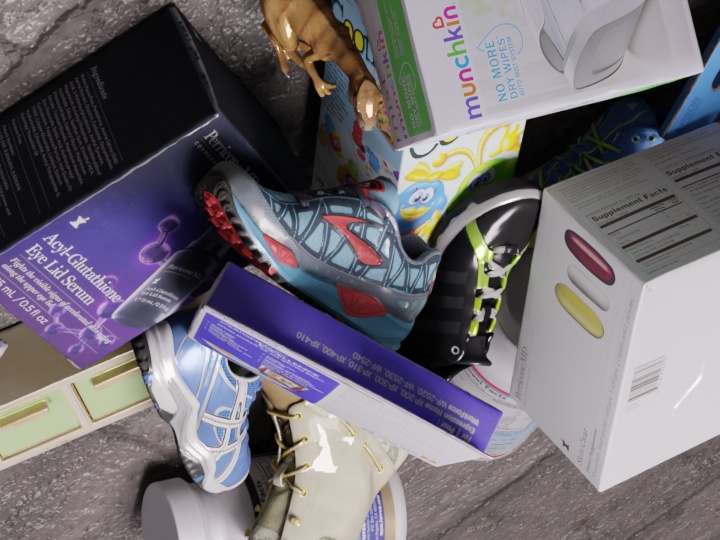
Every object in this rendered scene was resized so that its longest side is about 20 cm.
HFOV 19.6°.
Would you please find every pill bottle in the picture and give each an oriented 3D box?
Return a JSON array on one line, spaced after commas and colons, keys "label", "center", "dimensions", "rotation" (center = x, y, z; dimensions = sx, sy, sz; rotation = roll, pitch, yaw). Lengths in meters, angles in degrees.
[{"label": "pill bottle", "center": [-0.072, 0.207, 1.716], "dimensions": [0.199, 0.116, 0.116], "rotation": [-6, 140, -24]}, {"label": "pill bottle", "center": [0.117, 0.064, 1.618], "dimensions": [0.108, 0.109, 0.200], "rotation": [-8, 156, -22]}]

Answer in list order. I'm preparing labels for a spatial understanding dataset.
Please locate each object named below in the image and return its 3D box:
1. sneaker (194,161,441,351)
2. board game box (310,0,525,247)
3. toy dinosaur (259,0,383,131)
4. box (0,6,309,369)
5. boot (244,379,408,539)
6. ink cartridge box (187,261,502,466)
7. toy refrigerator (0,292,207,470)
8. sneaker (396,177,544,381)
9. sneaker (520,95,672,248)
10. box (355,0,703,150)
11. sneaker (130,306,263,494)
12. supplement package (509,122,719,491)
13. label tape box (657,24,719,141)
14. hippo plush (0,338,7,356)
[{"label": "sneaker", "center": [-0.023, -0.030, 1.324], "dimensions": [0.096, 0.079, 0.200], "rotation": [-54, 134, 0]}, {"label": "board game box", "center": [0.042, -0.106, 1.394], "dimensions": [0.103, 0.105, 0.200], "rotation": [-21, 145, -23]}, {"label": "toy dinosaur", "center": [-0.048, -0.170, 1.278], "dimensions": [0.060, 0.200, 0.106], "rotation": [-47, 174, -4]}, {"label": "box", "center": [-0.153, -0.051, 1.357], "dimensions": [0.200, 0.105, 0.148], "rotation": [-32, 143, 10]}, {"label": "boot", "center": [-0.054, 0.146, 1.612], "dimensions": [0.200, 0.072, 0.155], "rotation": [33, 79, -35]}, {"label": "ink cartridge box", "center": [-0.011, 0.062, 1.312], "dimensions": [0.044, 0.198, 0.200], "rotation": [-62, -176, -9]}, {"label": "toy refrigerator", "center": [-0.192, 0.069, 1.511], "dimensions": [0.199, 0.070, 0.076], "rotation": [-22, 144, -4]}, {"label": "sneaker", "center": [0.076, 0.028, 1.422], "dimensions": [0.072, 0.083, 0.200], "rotation": [2, 132, -48]}, {"label": "sneaker", "center": [0.169, -0.081, 1.557], "dimensions": [0.199, 0.076, 0.105], "rotation": [-10, 123, -19]}, {"label": "box", "center": [0.087, -0.190, 1.243], "dimensions": [0.176, 0.201, 0.097], "rotation": [-14, -179, -16]}, {"label": "sneaker", "center": [-0.102, 0.094, 1.479], "dimensions": [0.077, 0.076, 0.200], "rotation": [-22, 147, -2]}, {"label": "supplement package", "center": [0.205, 0.025, 1.441], "dimensions": [0.155, 0.111, 0.201], "rotation": [-21, 138, -26]}, {"label": "label tape box", "center": [0.288, -0.140, 1.507], "dimensions": [0.200, 0.063, 0.145], "rotation": [22, 101, -46]}, {"label": "hippo plush", "center": [-0.340, 0.065, 1.395], "dimensions": [0.161, 0.159, 0.201], "rotation": [-1, 98, -55]}]
